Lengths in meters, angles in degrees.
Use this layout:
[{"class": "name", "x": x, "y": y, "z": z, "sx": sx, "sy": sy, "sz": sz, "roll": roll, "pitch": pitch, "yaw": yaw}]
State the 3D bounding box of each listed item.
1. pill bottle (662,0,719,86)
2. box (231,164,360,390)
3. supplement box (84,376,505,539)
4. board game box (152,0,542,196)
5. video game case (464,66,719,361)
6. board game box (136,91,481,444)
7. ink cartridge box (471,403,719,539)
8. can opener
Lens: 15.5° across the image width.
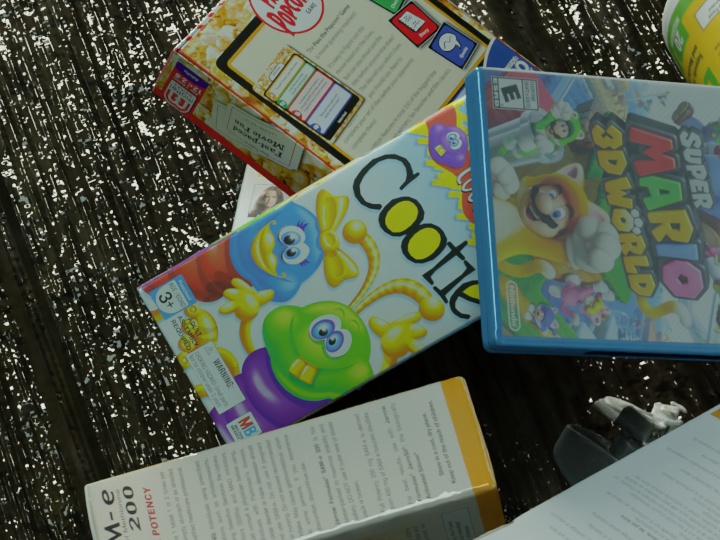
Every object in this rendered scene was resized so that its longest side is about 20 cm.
[{"class": "pill bottle", "x": 0.254, "y": -0.087, "z": 1.454, "sx": 0.111, "sy": 0.111, "sz": 0.200, "roll": -22, "pitch": 53, "yaw": -4}, {"class": "box", "x": -0.026, "y": -0.030, "z": 1.512, "sx": 0.082, "sy": 0.049, "sz": 0.200, "roll": 3, "pitch": 56, "yaw": 13}, {"class": "supplement box", "x": -0.026, "y": 0.139, "z": 1.344, "sx": 0.200, "sy": 0.126, "sz": 0.074, "roll": -16, "pitch": 54, "yaw": 0}, {"class": "board game box", "x": 0.007, "y": -0.097, "z": 1.487, "sx": 0.200, "sy": 0.046, "sz": 0.152, "roll": 38, "pitch": 55, "yaw": 1}, {"class": "video game case", "x": 0.150, "y": -0.026, "z": 1.330, "sx": 0.200, "sy": 0.018, "sz": 0.143, "roll": 3, "pitch": 74, "yaw": -22}, {"class": "board game box", "x": 0.000, "y": 0.000, "z": 1.376, "sx": 0.200, "sy": 0.105, "sz": 0.103, "roll": -30, "pitch": 91, "yaw": 4}, {"class": "ink cartridge box", "x": 0.175, "y": 0.151, "z": 1.215, "sx": 0.200, "sy": 0.047, "sz": 0.198, "roll": -27, "pitch": 42, "yaw": -30}, {"class": "can opener", "x": 0.190, "y": 0.128, "z": 1.361, "sx": 0.200, "sy": 0.053, "sz": 0.067, "roll": 35, "pitch": 103, "yaw": 32}]
